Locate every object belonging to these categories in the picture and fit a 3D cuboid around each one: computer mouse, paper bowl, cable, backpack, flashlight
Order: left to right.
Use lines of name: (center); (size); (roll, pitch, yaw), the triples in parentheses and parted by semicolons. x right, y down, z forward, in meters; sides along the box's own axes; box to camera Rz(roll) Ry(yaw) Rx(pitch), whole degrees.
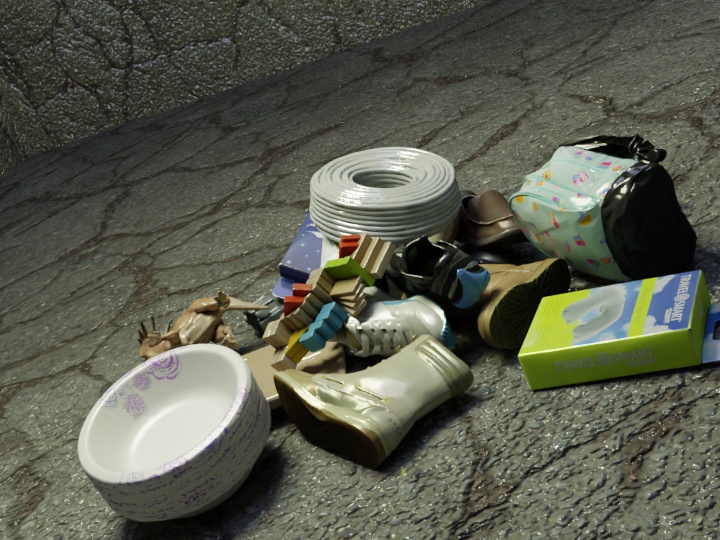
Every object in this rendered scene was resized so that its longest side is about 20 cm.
paper bowl: (-0.190, 0.182, 1.153); (0.199, 0.105, 0.201); (-16, 35, 12)
flashlight: (-0.076, 0.021, 1.534); (0.199, 0.068, 0.068); (-35, 61, -20)
cable: (0.032, -0.097, 1.403); (0.198, 0.070, 0.200); (-7, 27, -9)
computer mouse: (0.111, -0.002, 1.432); (0.199, 0.034, 0.059); (-12, 23, 28)
backpack: (0.269, -0.071, 1.236); (0.126, 0.168, 0.200); (-36, 32, -17)

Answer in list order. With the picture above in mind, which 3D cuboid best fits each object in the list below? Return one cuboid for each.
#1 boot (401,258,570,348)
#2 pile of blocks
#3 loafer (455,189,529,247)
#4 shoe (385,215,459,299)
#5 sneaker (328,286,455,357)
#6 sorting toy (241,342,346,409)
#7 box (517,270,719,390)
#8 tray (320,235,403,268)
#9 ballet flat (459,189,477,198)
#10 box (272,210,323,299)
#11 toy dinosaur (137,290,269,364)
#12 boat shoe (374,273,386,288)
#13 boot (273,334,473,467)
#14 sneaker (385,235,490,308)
boot: (0.127, 0.041, 1.276); (0.199, 0.067, 0.175); (-3, 18, 43)
pile of blocks: (-0.045, 0.031, 1.257); (0.200, 0.062, 0.082); (-52, 26, -5)
loafer: (0.168, -0.071, 1.434); (0.073, 0.072, 0.200); (-8, 6, -18)
shoe: (0.080, -0.035, 1.430); (0.070, 0.053, 0.201); (-20, 33, 38)
sneaker: (0.032, 0.071, 1.261); (0.081, 0.077, 0.199); (-31, 23, -30)
sorting toy: (-0.103, 0.133, 1.327); (0.184, 0.037, 0.200); (-21, 16, 5)
box: (0.270, 0.059, 1.095); (0.199, 0.048, 0.122); (-12, 23, 28)
tray: (0.002, -0.053, 1.424); (0.106, 0.022, 0.200); (-4, 26, 2)
ballet flat: (0.082, -0.069, 1.587); (0.199, 0.068, 0.069); (-19, 29, 11)
box: (-0.032, -0.031, 1.510); (0.120, 0.033, 0.201); (16, 55, 14)
toy dinosaur: (-0.228, 0.080, 1.457); (0.200, 0.086, 0.135); (-37, 16, -14)
boat shoe: (0.000, 0.000, 1.421); (0.201, 0.072, 0.061); (-42, 2, -36)
boot: (0.010, 0.124, 1.167); (0.154, 0.072, 0.199); (-34, 30, -26)
sneaker: (0.078, -0.010, 1.244); (0.071, 0.083, 0.199); (-51, 20, -9)
